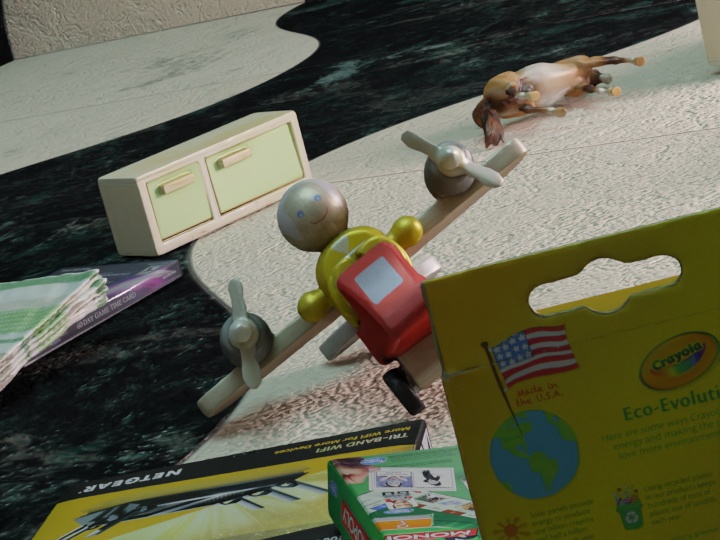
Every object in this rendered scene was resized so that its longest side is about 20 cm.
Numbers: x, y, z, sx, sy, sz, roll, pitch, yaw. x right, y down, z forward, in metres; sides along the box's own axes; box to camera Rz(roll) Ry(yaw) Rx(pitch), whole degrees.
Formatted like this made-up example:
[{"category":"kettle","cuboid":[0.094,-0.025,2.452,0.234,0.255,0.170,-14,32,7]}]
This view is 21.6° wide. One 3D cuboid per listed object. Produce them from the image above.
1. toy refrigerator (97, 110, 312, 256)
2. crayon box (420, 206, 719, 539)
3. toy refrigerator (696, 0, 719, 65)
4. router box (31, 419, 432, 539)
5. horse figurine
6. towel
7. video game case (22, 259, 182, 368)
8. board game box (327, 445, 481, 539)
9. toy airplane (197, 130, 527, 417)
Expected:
[{"category":"toy refrigerator","cuboid":[-0.140,-0.083,1.757,0.199,0.077,0.070,-26,19,-39]},{"category":"crayon box","cuboid":[0.104,0.077,0.672,0.126,0.202,0.051,-13,14,5]},{"category":"toy refrigerator","cuboid":[0.420,-0.266,1.842,0.199,0.077,0.070,-25,18,-32]},{"category":"router box","cuboid":[-0.066,0.140,0.903,0.198,0.053,0.157,-12,16,12]},{"category":"horse figurine","cuboid":[0.180,-0.173,1.821,0.199,0.050,0.132,-22,17,-25]},{"category":"towel","cuboid":[-0.295,0.066,1.422,0.148,0.031,0.200,-7,26,36]},{"category":"video game case","cuboid":[-0.260,0.036,1.553,0.142,0.019,0.200,-4,18,37]},{"category":"board game box","cuboid":[0.098,0.107,0.800,0.198,0.029,0.135,-5,19,-15]},{"category":"toy airplane","cuboid":[0.000,0.000,1.175,0.198,0.141,0.200,-28,17,41]}]
